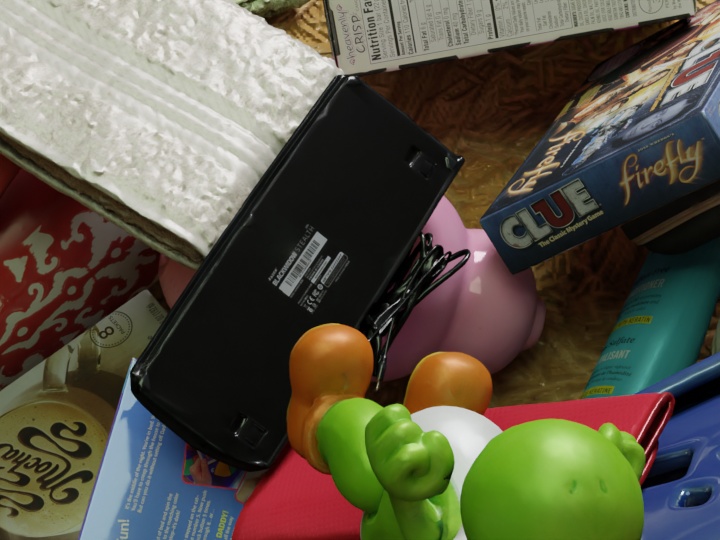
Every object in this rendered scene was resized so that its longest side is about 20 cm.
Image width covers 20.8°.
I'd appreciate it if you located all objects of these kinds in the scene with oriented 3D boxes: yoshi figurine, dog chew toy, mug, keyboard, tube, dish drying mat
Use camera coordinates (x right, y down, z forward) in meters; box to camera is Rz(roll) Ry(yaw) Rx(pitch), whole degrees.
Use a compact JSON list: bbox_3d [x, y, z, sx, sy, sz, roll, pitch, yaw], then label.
[{"bbox_3d":[0.046,0.073,0.694,0.112,0.112,0.200,-33,32,-6],"label":"yoshi figurine"},{"bbox_3d":[0.000,0.000,1.005,0.198,0.125,0.125,17,54,-13],"label":"dog chew toy"},{"bbox_3d":[-0.173,-0.042,1.055,0.200,0.178,0.133,-41,43,-13],"label":"mug"},{"bbox_3d":[-0.023,0.010,0.918,0.104,0.040,0.201,38,63,-8],"label":"keyboard"},{"bbox_3d":[0.158,0.021,1.007,0.050,0.077,0.201,36,61,-18],"label":"tube"},{"bbox_3d":[0.034,0.087,0.818,0.199,0.018,0.077,-10,30,39],"label":"dish drying mat"}]

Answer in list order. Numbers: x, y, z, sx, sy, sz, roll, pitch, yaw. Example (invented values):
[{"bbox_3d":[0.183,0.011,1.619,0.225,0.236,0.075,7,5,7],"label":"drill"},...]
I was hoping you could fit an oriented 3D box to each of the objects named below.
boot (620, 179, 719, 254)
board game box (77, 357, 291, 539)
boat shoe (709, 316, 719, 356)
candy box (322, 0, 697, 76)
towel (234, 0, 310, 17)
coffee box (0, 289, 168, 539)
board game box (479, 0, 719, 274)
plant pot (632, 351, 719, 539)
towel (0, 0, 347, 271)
[{"bbox_3d":[0.238,-0.017,0.942,0.199,0.139,0.078,-26,14,36],"label":"boot"},{"bbox_3d":[-0.071,0.157,0.902,0.133,0.045,0.202,17,74,-4],"label":"board game box"},{"bbox_3d":[0.233,0.082,0.939,0.073,0.069,0.200,-31,54,-11],"label":"boat shoe"},{"bbox_3d":[0.081,-0.156,1.104,0.198,0.062,0.136,-9,9,5],"label":"candy box"},{"bbox_3d":[-0.139,-0.189,1.233,0.198,0.037,0.149,-20,52,-3],"label":"towel"},{"bbox_3d":[-0.150,0.119,0.984,0.199,0.080,0.113,-36,57,-15],"label":"coffee box"},{"bbox_3d":[0.153,-0.082,1.005,0.135,0.035,0.200,-26,15,35],"label":"board game box"},{"bbox_3d":[0.146,0.155,0.814,0.199,0.201,0.180,-26,25,-7],"label":"plant pot"},{"bbox_3d":[-0.118,-0.097,0.946,0.199,0.035,0.133,30,62,12],"label":"towel"}]
